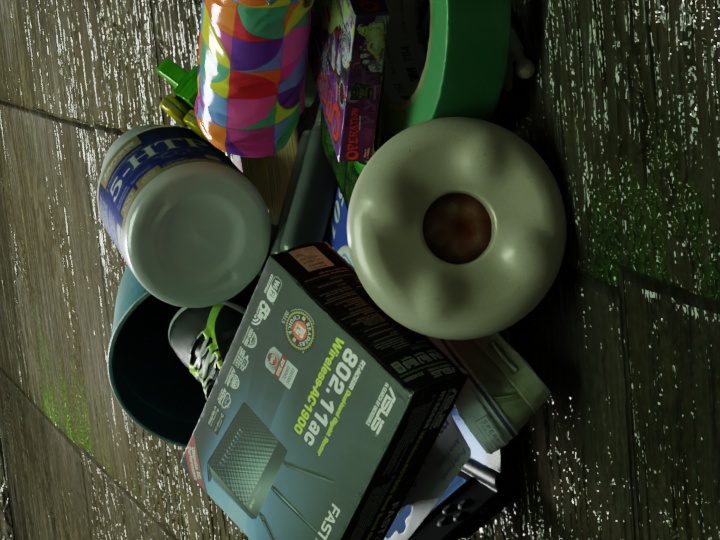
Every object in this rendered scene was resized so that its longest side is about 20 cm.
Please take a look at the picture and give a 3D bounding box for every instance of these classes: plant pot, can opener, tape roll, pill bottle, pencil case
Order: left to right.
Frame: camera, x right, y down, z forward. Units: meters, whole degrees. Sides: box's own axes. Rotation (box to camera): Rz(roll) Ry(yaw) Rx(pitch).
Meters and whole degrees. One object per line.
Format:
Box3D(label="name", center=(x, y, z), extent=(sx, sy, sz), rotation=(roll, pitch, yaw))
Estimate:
Box3D(label="pill bottle", center=(-0.155, -0.055, 1.572), extent=(0.200, 0.119, 0.120), rotation=(-136, 41, -65))
Box3D(label="plant pot", center=(-0.132, 0.029, 1.733), extent=(0.188, 0.199, 0.201), rotation=(-103, 14, -56))
Box3D(label="pencil case", center=(-0.072, -0.165, 1.328), extent=(0.200, 0.088, 0.089), rotation=(105, 149, -58))
Box3D(label="can opener", center=(-0.041, -0.101, 1.519), extent=(0.053, 0.066, 0.201), rotation=(153, 129, -70))
Box3D(label="tape roll", center=(0.043, -0.186, 1.305), extent=(0.200, 0.048, 0.201), rotation=(174, 90, -71))

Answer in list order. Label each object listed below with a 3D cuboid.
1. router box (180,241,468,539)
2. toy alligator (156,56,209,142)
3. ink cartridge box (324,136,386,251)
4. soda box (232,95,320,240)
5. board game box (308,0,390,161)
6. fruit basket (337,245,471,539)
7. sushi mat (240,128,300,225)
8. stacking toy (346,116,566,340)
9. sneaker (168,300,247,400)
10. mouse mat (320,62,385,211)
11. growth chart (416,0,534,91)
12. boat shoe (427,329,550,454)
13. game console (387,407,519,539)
Box3D(label="router box", center=(-0.029, 0.105, 1.303), extent=(0.150, 0.062, 0.200), rotation=(42, 125, 27))
Box3D(label="toy alligator", center=(-0.105, -0.127, 1.548), extent=(0.200, 0.059, 0.054), rotation=(33, 172, 49))
Box3D(label="ink cartridge box", center=(0.000, 0.000, 1.478), extent=(0.094, 0.044, 0.201), rotation=(-119, 39, -61))
Box3D(label="soda box", center=(-0.069, -0.128, 1.637), extent=(0.063, 0.070, 0.201), rotation=(-132, 38, -51))
Box3D(label="board game box", center=(-0.017, -0.183, 1.327), extent=(0.200, 0.032, 0.120), rotation=(-107, 14, -48))
Box3D(label="fruit basket", center=(-0.015, 0.114, 1.378), extent=(0.185, 0.093, 0.200), rotation=(-56, 46, 35))
Box3D(label="sushi mat", center=(-0.082, -0.134, 1.570), extent=(0.096, 0.012, 0.201), rotation=(11, 114, 57))
Box3D(label="stacking toy", center=(0.056, -0.024, 1.320), extent=(0.200, 0.145, 0.147), rotation=(156, 103, -84))
Box3D(label="sneaker", center=(-0.101, 0.081, 1.547), extent=(0.200, 0.083, 0.072), rotation=(30, 110, 36))
Box3D(label="mouse mat", center=(-0.008, -0.124, 1.377), extent=(0.200, 0.007, 0.162), rotation=(-114, 24, -58))
Box3D(label="growth chart", center=(0.064, -0.152, 1.357), extent=(0.200, 0.018, 0.145), rotation=(121, 135, -60))
Box3D(label="boat shoe", center=(0.077, 0.057, 1.334), extent=(0.072, 0.062, 0.200), rotation=(58, 180, -35))
Box3D(label="game console", center=(0.029, 0.125, 1.446), extent=(0.117, 0.176, 0.200), rotation=(56, 167, -20))
